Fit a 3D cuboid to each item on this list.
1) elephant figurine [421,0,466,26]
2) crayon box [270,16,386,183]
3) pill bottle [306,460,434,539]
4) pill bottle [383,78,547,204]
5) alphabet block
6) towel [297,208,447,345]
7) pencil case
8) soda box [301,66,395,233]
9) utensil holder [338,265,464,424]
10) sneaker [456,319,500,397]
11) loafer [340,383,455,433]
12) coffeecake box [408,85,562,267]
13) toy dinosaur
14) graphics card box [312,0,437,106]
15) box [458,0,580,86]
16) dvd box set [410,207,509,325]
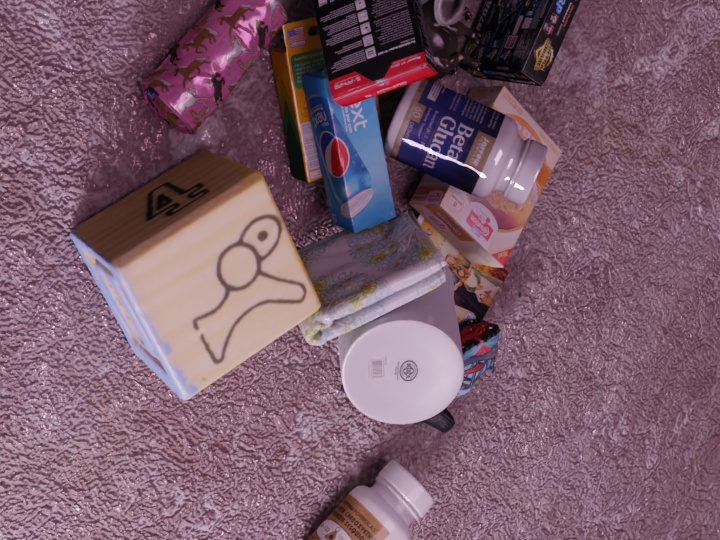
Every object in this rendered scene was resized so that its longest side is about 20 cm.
[{"bbox_3d":[0.095,-0.387,1.346,0.198,0.154,0.144,2,73,-52],"label":"elephant figurine"},{"bbox_3d":[-0.042,-0.230,1.361,0.124,0.051,0.203,-19,113,-26],"label":"crayon box"},{"bbox_3d":[0.010,0.379,1.520,0.200,0.114,0.115,-45,121,-13],"label":"pill bottle"},{"bbox_3d":[0.137,-0.163,1.362,0.197,0.111,0.113,24,91,2],"label":"pill bottle"},{"bbox_3d":[-0.196,-0.001,1.244,0.199,0.196,0.198,-33,119,-19],"label":"alphabet block"},{"bbox_3d":[0.000,0.000,1.323,0.197,0.172,0.049,-26,120,-3],"label":"towel"},{"bbox_3d":[-0.175,-0.261,1.254,0.201,0.082,0.087,-51,128,-9],"label":"pencil case"},{"bbox_3d":[-0.014,-0.156,1.330,0.067,0.064,0.203,-22,113,-24],"label":"soda box"},{"bbox_3d":[0.051,0.077,1.378,0.167,0.201,0.173,-1,120,-2],"label":"utensil holder"},{"bbox_3d":[0.131,0.147,1.507,0.198,0.079,0.097,-21,116,-34],"label":"sneaker"},{"bbox_3d":[0.054,0.190,1.528,0.199,0.068,0.071,33,93,-28],"label":"loafer"},{"bbox_3d":[0.180,-0.133,1.491,0.153,0.073,0.202,39,72,-33],"label":"coffeecake box"},{"bbox_3d":[0.109,-0.317,1.416,0.101,0.077,0.204,5,103,-39],"label":"toy dinosaur"},{"bbox_3d":[0.008,-0.308,1.234,0.051,0.124,0.204,13,62,-68],"label":"graphics card box"},{"bbox_3d":[0.226,-0.357,1.425,0.046,0.158,0.203,23,90,-32],"label":"box"},{"bbox_3d":[0.116,0.013,1.536,0.199,0.029,0.148,34,85,-34],"label":"dvd box set"}]
